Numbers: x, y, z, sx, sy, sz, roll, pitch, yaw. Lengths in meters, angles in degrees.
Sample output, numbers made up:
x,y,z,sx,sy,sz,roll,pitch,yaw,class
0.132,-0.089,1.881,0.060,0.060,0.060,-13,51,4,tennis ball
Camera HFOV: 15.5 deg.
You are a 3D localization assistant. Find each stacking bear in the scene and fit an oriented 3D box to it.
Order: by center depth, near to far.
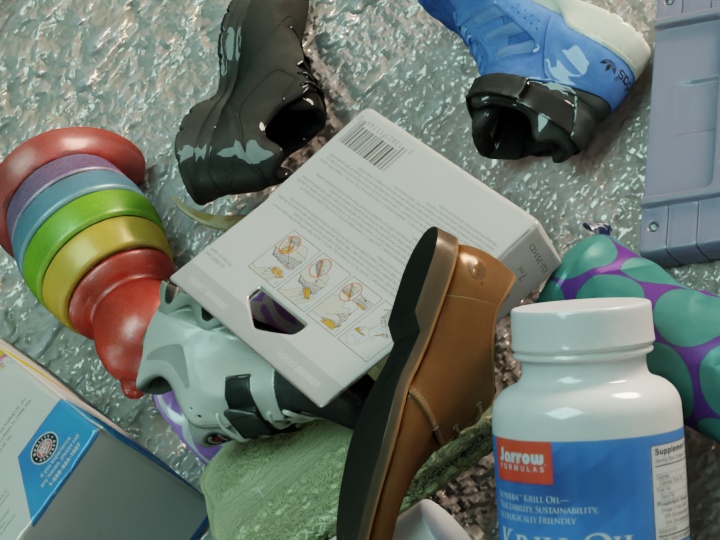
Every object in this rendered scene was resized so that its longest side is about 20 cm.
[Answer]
x,y,z,sx,sy,sz,roll,pitch,yaw,class
-0.176,0.002,1.850,0.121,0.114,0.200,-43,54,8,stacking bear

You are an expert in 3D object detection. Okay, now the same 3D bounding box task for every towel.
x,y,z,sx,sy,sz,roll,pitch,yaw,class
-0.010,0.115,1.661,0.199,0.037,0.149,-34,34,3,towel

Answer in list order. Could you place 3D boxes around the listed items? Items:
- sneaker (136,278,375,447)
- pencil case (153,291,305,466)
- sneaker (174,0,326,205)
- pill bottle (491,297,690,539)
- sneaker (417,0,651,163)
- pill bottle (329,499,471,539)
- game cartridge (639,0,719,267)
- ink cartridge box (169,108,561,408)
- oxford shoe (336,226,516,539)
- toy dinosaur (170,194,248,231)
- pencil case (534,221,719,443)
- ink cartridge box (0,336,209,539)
x,y,z,sx,sy,sz,roll,pitch,yaw,class
-0.063,0.079,1.665,0.199,0.074,0.089,23,90,40,sneaker
-0.045,0.047,1.752,0.200,0.084,0.086,-37,12,10,pencil case
-0.059,-0.127,1.850,0.090,0.076,0.201,-2,53,25,sneaker
0.132,0.119,1.518,0.112,0.112,0.202,-3,94,33,pill bottle
0.088,-0.137,1.757,0.199,0.077,0.112,27,77,37,sneaker
-0.015,0.227,1.569,0.200,0.111,0.111,-38,50,11,pill bottle
0.243,-0.105,1.665,0.129,0.038,0.201,-11,60,34,game cartridge
0.000,0.000,1.645,0.176,0.045,0.200,-41,39,-10,ink cartridge box
0.040,0.080,1.522,0.201,0.071,0.071,-69,15,-7,oxford shoe
-0.046,-0.031,1.822,0.199,0.058,0.102,-16,42,30,toy dinosaur
0.199,0.046,1.579,0.199,0.092,0.086,29,121,40,pencil case
-0.233,0.146,1.783,0.200,0.145,0.148,34,87,41,ink cartridge box
